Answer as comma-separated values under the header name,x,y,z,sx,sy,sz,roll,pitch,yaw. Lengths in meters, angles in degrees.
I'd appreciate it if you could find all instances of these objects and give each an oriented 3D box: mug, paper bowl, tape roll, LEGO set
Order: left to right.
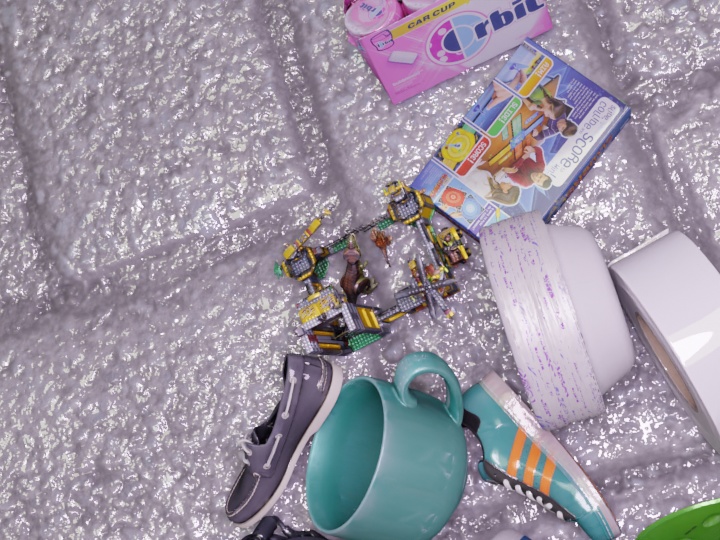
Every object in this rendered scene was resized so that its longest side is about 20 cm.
name,x,y,z,sx,sy,sz,roll,pitch,yaw
LEGO set,0.000,0.000,1.220,0.199,0.116,0.154,-20,78,20
mug,0.040,0.180,1.159,0.114,0.185,0.153,19,56,-24
paper bowl,0.187,0.039,1.143,0.104,0.201,0.201,-20,75,9
tape roll,0.305,0.065,1.113,0.071,0.202,0.203,-31,74,5

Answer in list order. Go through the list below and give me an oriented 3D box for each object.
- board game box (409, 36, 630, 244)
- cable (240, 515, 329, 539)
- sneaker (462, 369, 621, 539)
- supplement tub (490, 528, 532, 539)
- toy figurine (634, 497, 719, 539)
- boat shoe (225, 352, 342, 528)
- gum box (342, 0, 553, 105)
name,x,y,z,sx,sy,sz,roll,pitch,yaw
board game box,0.164,-0.122,1.267,0.135,0.034,0.200,39,89,17
cable,-0.040,0.313,1.161,0.200,0.163,0.051,34,115,16
sneaker,0.164,0.194,1.187,0.080,0.071,0.200,-42,65,2
supplement tub,0.179,0.343,1.109,0.200,0.145,0.145,30,86,16
toy figurine,0.358,0.303,1.100,0.150,0.200,0.185,-15,95,51
boat shoe,-0.092,0.166,1.221,0.063,0.073,0.200,25,107,-24
gum box,0.087,-0.263,1.267,0.199,0.114,0.066,-26,56,6
